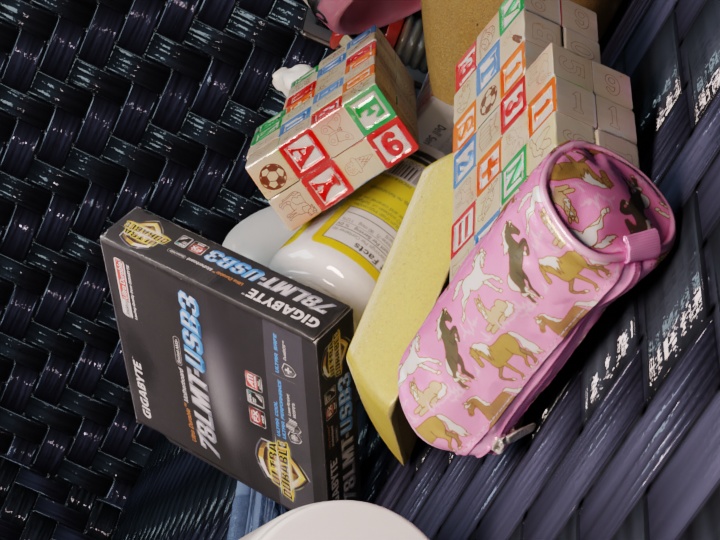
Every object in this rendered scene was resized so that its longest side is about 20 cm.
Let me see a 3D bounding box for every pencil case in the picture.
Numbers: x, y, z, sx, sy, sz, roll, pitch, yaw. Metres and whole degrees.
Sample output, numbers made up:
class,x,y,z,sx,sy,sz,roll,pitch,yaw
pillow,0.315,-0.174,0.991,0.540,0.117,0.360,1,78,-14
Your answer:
class,x,y,z,sx,sy,sz,roll,pitch,yaw
pencil case,0.091,0.019,0.966,0.083,0.086,0.200,-54,-4,-46

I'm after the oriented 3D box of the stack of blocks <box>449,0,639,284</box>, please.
class,x,y,z,sx,sy,sz,roll,pitch,yaw
stack of blocks,0.109,-0.082,1.072,0.115,0.058,0.201,-49,28,43

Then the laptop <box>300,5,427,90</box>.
class,x,y,z,sx,sy,sz,roll,pitch,yaw
laptop,0.052,-0.257,1.706,0.200,0.187,0.116,-87,20,-72

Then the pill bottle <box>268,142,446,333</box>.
class,x,y,z,sx,sy,sz,roll,pitch,yaw
pill bottle,0.000,0.000,1.348,0.200,0.114,0.114,-48,-4,-36

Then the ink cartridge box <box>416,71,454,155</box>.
class,x,y,z,sx,sy,sz,roll,pitch,yaw
ink cartridge box,0.093,-0.154,1.423,0.117,0.067,0.201,133,160,-66

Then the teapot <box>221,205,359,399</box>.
class,x,y,z,sx,sy,sz,roll,pitch,yaw
teapot,-0.019,0.019,1.509,0.146,0.197,0.201,-24,64,16

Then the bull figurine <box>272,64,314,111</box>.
class,x,y,z,sx,sy,sz,roll,pitch,yaw
bull figurine,0.012,-0.113,1.530,0.122,0.199,0.065,105,-176,-65

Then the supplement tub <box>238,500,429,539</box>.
class,x,y,z,sx,sy,sz,roll,pitch,yaw
supplement tub,-0.030,0.209,1.032,0.200,0.131,0.132,132,161,-69

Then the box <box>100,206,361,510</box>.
class,x,y,z,sx,sy,sz,roll,pitch,yaw
box,-0.092,0.072,1.297,0.050,0.198,0.201,-44,-34,-37

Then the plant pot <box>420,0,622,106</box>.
class,x,y,z,sx,sy,sz,roll,pitch,yaw
plant pot,0.118,-0.215,1.282,0.186,0.185,0.201,-91,12,-73

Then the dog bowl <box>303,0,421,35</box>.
class,x,y,z,sx,sy,sz,roll,pitch,yaw
dog bowl,0.032,-0.263,1.422,0.200,0.074,0.200,-29,-7,-4

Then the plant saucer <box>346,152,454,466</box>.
class,x,y,z,sx,sy,sz,roll,pitch,yaw
plant saucer,0.043,0.020,1.223,0.200,0.048,0.201,77,-146,-74

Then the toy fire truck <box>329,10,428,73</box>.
class,x,y,z,sx,sy,sz,roll,pitch,yaw
toy fire truck,0.051,-0.208,1.581,0.129,0.175,0.201,118,174,-57

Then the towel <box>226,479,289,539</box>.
class,x,y,z,sx,sy,sz,roll,pitch,yaw
towel,-0.058,0.191,1.396,0.048,0.112,0.201,-15,39,16

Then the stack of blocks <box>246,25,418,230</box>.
class,x,y,z,sx,sy,sz,roll,pitch,yaw
stack of blocks,-0.019,-0.114,1.370,0.115,0.059,0.200,-33,16,12
